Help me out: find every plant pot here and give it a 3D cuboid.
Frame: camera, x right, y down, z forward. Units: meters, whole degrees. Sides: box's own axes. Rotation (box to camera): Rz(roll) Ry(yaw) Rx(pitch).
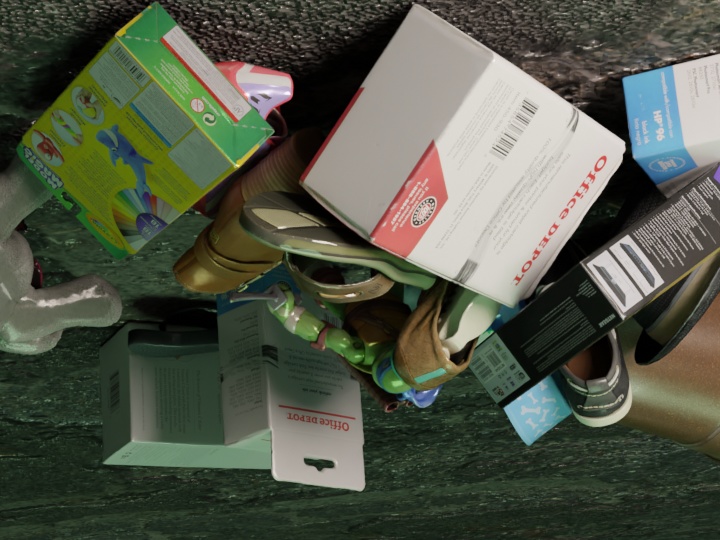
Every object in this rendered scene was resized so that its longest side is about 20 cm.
[{"bbox_3d":[0.270,0.064,1.640,0.198,0.201,0.200,12,156,-20],"label":"plant pot"}]

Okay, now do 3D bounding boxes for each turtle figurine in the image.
[{"bbox_3d":[0.000,0.000,1.435,0.144,0.194,0.200,-45,115,9],"label":"turtle figurine"}]

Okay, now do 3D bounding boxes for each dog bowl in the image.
[{"bbox_3d":[0.125,0.051,1.548,0.050,0.200,0.111,-26,168,9],"label":"dog bowl"}]

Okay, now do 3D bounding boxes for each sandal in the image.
[{"bbox_3d":[-0.012,-0.004,1.220,0.080,0.057,0.201,35,-172,34],"label":"sandal"},{"bbox_3d":[-0.138,0.055,1.741,0.200,0.043,0.076,-4,171,-32],"label":"sandal"}]

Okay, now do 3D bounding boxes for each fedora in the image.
[{"bbox_3d":[0.252,-0.022,1.462,0.092,0.201,0.201,30,158,1],"label":"fedora"}]

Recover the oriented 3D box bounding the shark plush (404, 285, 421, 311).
[{"bbox_3d":[0.055,0.034,1.639,0.091,0.083,0.200,-5,161,2],"label":"shark plush"}]

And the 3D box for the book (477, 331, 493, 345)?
[{"bbox_3d":[0.212,0.042,1.771,0.200,0.048,0.134,6,153,-26],"label":"book"}]

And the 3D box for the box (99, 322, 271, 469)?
[{"bbox_3d":[-0.155,0.130,1.812,0.200,0.125,0.097,5,159,-25],"label":"box"}]

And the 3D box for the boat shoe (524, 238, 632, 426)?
[{"bbox_3d":[0.179,0.033,1.513,0.072,0.200,0.068,-23,143,10],"label":"boat shoe"}]

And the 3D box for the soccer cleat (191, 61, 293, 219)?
[{"bbox_3d":[-0.087,-0.088,1.279,0.076,0.067,0.200,0,157,-3],"label":"soccer cleat"}]

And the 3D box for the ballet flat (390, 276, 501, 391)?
[{"bbox_3d":[0.089,0.003,1.346,0.068,0.200,0.072,44,149,-25],"label":"ballet flat"}]

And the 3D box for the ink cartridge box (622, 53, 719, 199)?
[{"bbox_3d":[0.303,-0.113,1.286,0.200,0.068,0.116,-12,160,21],"label":"ink cartridge box"}]

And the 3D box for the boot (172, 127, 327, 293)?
[{"bbox_3d":[-0.035,-0.044,1.316,0.200,0.074,0.155,0,146,-49],"label":"boot"}]

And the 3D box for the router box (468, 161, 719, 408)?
[{"bbox_3d":[0.182,0.013,1.312,0.157,0.052,0.200,-34,174,-30],"label":"router box"}]

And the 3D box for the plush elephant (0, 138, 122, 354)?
[{"bbox_3d":[-0.304,-0.008,1.364,0.200,0.155,0.165,-33,121,-12],"label":"plush elephant"}]

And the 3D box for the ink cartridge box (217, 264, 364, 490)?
[{"bbox_3d":[-0.063,0.101,1.604,0.116,0.200,0.068,14,154,-42],"label":"ink cartridge box"}]

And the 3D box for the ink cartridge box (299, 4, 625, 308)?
[{"bbox_3d":[0.074,-0.073,1.222,0.147,0.083,0.200,-56,145,7],"label":"ink cartridge box"}]

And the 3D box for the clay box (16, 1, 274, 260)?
[{"bbox_3d":[-0.152,-0.087,1.203,0.115,0.048,0.200,48,146,-8],"label":"clay box"}]
